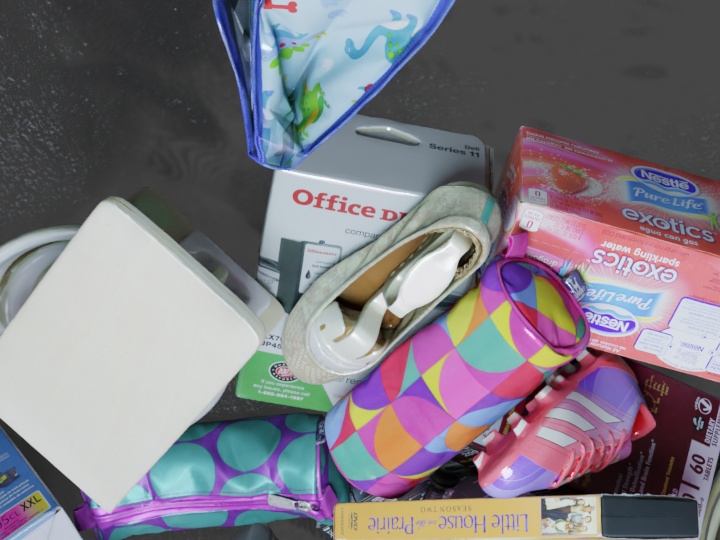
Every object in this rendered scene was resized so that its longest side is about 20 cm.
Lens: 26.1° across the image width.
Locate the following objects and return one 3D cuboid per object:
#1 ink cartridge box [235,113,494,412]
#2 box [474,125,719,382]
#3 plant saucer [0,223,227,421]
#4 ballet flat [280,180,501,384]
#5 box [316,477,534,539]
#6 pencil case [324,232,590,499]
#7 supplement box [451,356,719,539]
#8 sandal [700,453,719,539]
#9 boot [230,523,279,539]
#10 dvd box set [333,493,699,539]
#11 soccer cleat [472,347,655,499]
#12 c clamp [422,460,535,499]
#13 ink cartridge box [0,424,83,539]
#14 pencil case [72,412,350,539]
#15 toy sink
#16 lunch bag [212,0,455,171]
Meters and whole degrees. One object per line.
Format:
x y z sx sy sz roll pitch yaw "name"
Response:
0.000 0.000 1.066 0.147 0.083 0.200 10 126 -3 "ink cartridge box"
0.184 -0.008 1.039 0.200 0.095 0.103 15 127 -6 "box"
-0.188 0.039 1.130 0.200 0.050 0.200 2 126 3 "plant saucer"
0.011 0.018 0.988 0.067 0.062 0.200 35 121 -15 "ballet flat"
0.091 0.188 1.220 0.200 0.050 0.158 -34 118 26 "box"
0.061 0.067 1.003 0.088 0.088 0.200 33 125 -19 "pencil case"
0.158 0.111 1.113 0.200 0.109 0.061 23 161 -15 "supplement box"
0.292 0.153 1.155 0.057 0.080 0.201 19 127 12 "sandal"
-0.062 0.252 1.192 0.096 0.200 0.074 37 90 -8 "boot"
0.104 0.166 1.031 0.200 0.029 0.146 -8 168 36 "dvd box set"
0.138 0.106 0.996 0.076 0.200 0.067 49 119 5 "soccer cleat"
0.067 0.204 1.185 0.171 0.027 0.200 19 127 -10 "c clamp"
-0.264 0.203 1.196 0.076 0.200 0.136 -32 123 -14 "ink cartridge box"
-0.112 0.160 1.187 0.200 0.092 0.085 -7 116 8 "pencil case"
-0.138 0.035 1.006 0.130 0.112 0.200 41 124 -1 "toy sink"
-0.013 -0.178 0.881 0.127 0.170 0.200 19 128 -10 "lunch bag"
